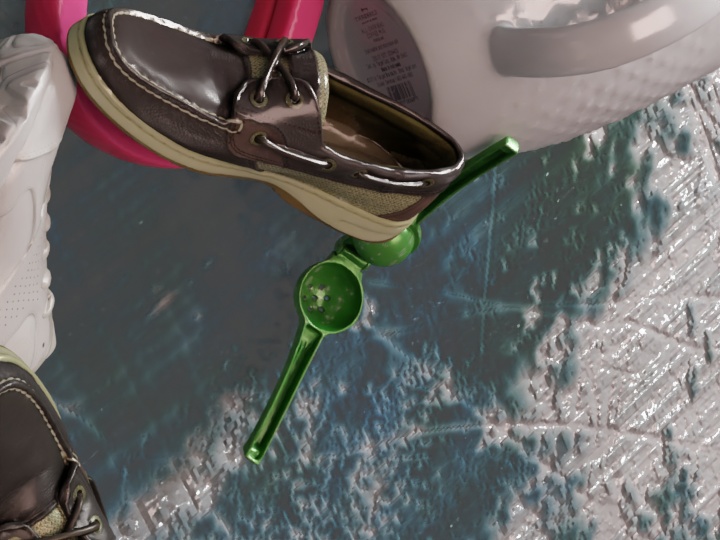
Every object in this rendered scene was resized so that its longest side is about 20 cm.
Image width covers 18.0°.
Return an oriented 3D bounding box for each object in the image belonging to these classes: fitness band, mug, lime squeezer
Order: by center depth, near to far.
[{"bbox_3d":[-0.079,-0.146,1.049,0.144,0.037,0.200,18,84,-40],"label":"fitness band"},{"bbox_3d":[0.092,-0.128,1.090,0.175,0.200,0.148,-27,111,-25],"label":"mug"},{"bbox_3d":[0.000,0.000,1.106,0.038,0.071,0.200,39,101,-8],"label":"lime squeezer"}]

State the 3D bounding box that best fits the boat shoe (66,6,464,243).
[{"bbox_3d":[-0.038,-0.076,1.013,0.200,0.065,0.073,21,45,-39],"label":"boat shoe"}]

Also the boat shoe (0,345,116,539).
[{"bbox_3d":[-0.137,0.115,0.984,0.072,0.066,0.201,-37,142,-27],"label":"boat shoe"}]

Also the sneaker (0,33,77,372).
[{"bbox_3d":[-0.166,-0.004,0.984,0.099,0.078,0.200,26,89,-46],"label":"sneaker"}]
